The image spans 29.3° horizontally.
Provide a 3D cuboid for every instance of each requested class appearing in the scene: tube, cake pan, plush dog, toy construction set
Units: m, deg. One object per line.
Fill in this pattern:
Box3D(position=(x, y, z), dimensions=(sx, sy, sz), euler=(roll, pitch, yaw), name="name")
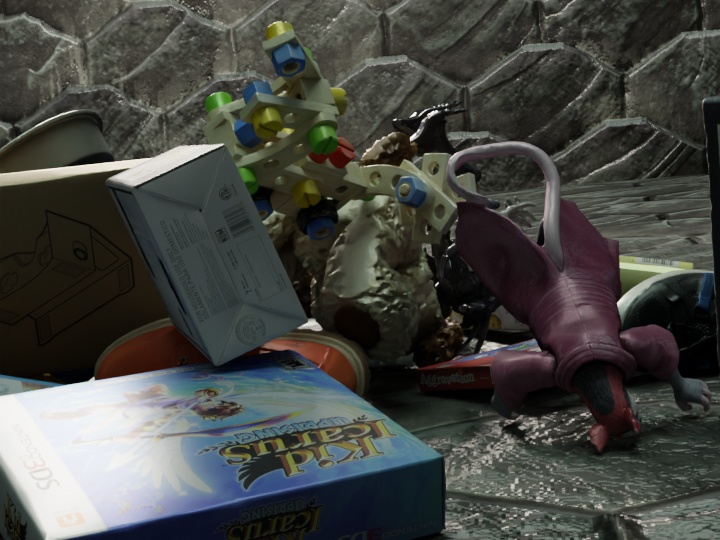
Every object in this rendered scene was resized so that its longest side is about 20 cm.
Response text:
Box3D(position=(0.190, 0.007, 1.213), dimensions=(0.199, 0.058, 0.052), euler=(8, 33, 12), name="tube")
Box3D(position=(-0.279, -0.051, 1.132), dimensions=(0.200, 0.037, 0.200), euler=(-42, -5, -4), name="cake pan")
Box3D(position=(0.000, 0.000, 1.059), dimensions=(0.200, 0.172, 0.161), euler=(26, 64, 30), name="plush dog")
Box3D(position=(-0.022, -0.076, 0.911), dimensions=(0.200, 0.092, 0.131), euler=(27, -52, -37), name="toy construction set")

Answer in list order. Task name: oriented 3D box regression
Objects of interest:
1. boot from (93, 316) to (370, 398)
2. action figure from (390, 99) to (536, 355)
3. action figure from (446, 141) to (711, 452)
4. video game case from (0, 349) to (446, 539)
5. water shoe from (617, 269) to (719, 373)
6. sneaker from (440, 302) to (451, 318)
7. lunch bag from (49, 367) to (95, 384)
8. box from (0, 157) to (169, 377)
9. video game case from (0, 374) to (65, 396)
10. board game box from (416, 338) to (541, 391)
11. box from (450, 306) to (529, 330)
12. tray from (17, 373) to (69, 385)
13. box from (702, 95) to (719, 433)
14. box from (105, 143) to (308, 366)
Box3D(position=(-0.103, 0.077, 0.933), dimensions=(0.199, 0.075, 0.107), euler=(-2, 13, 18), name="boot")
Box3D(position=(0.092, -0.036, 1.116), dimensions=(0.102, 0.201, 0.119), euler=(-17, 10, -4), name="action figure")
Box3D(position=(0.139, 0.024, 0.854), dimensions=(0.134, 0.149, 0.200), euler=(-14, 40, -2), name="action figure")
Box3D(position=(-0.086, 0.099, 0.707), dimensions=(0.200, 0.046, 0.181), euler=(-8, 19, -26), name="video game case")
Box3D(position=(0.269, 0.035, 0.982), dimensions=(0.199, 0.072, 0.079), euler=(-10, 13, -22), name="water shoe")
Box3D(position=(-0.018, 0.009, 1.196), dimensions=(0.200, 0.076, 0.088), euler=(14, 8, -24), name="sneaker")
Box3D(position=(-0.204, -0.004, 1.112), dimensions=(0.200, 0.132, 0.136), euler=(-35, 7, -5), name="lunch bag")
Box3D(position=(-0.224, 0.003, 0.982), dimensions=(0.199, 0.164, 0.021), euler=(-7, 34, -11), name="box")
Box3D(position=(-0.188, 0.101, 0.806), dimensions=(0.199, 0.018, 0.143), euler=(6, 19, 19), name="video game case")
Box3D(position=(0.149, 0.060, 1.026), dimensions=(0.200, 0.020, 0.103), euler=(-11, 2, -39), name="board game box")
Box3D(position=(0.123, 0.030, 1.192), dimensions=(0.039, 0.042, 0.200), euler=(-9, 3, -26), name="box")
Box3D(position=(-0.238, 0.105, 0.945), dimensions=(0.098, 0.037, 0.200), euler=(-9, 9, -26), name="tray")
Box3D(position=(0.313, -0.010, 0.784), dimensions=(0.200, 0.199, 0.123), euler=(0, 9, 34), name="box")
Box3D(position=(-0.102, -0.015, 0.861), dimensions=(0.060, 0.117, 0.200), euler=(-26, 12, -11), name="box")
